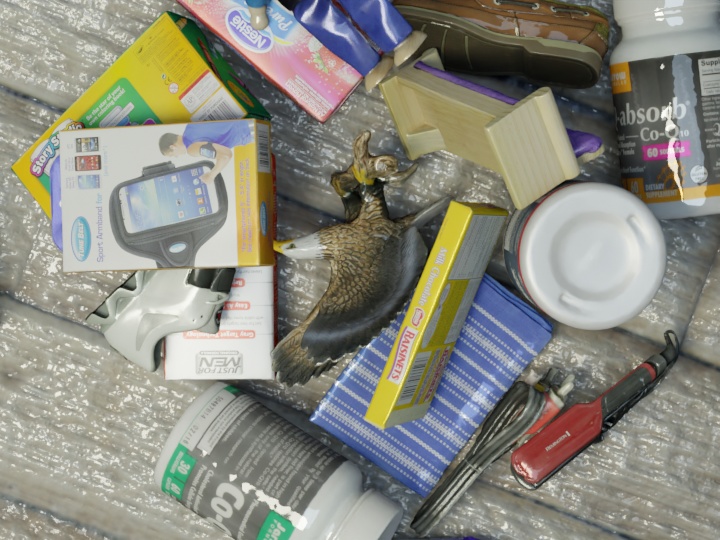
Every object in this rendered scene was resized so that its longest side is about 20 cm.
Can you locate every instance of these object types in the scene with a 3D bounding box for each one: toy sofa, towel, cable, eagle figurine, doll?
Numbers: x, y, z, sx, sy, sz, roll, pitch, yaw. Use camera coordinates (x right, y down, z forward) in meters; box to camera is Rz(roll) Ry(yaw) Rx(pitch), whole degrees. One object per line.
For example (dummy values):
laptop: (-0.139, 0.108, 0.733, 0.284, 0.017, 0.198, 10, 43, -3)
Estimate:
toy sofa: (0.109, -0.131, 1.379, 0.097, 0.200, 0.083, -33, 119, -14)
towel: (0.067, 0.092, 1.464, 0.145, 0.024, 0.200, 37, 92, -24)
cable: (0.121, 0.167, 1.455, 0.050, 0.097, 0.200, 35, 92, -5)
eagle figurine: (-0.007, 0.000, 1.420, 0.150, 0.152, 0.201, -7, 73, 27)
doll: (-0.043, -0.236, 1.332, 0.200, 0.048, 0.136, 46, 131, -10)

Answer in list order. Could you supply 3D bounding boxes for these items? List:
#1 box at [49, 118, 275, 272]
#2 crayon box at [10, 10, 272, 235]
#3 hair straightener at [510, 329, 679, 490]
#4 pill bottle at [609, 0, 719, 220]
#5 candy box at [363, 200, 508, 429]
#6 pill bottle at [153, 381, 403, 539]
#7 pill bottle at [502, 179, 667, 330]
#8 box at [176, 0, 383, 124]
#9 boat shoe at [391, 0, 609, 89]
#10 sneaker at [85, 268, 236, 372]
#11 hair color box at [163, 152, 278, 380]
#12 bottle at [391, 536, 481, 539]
box: (-0.170, -0.059, 1.338, 0.199, 0.041, 0.120, -2, 90, 16)
crayon box: (-0.189, -0.108, 1.396, 0.200, 0.058, 0.119, -42, 76, 13)
hair straightener: (0.213, 0.125, 1.469, 0.200, 0.077, 0.041, -42, 74, -13)
pill bottle: (0.278, -0.148, 1.429, 0.116, 0.116, 0.201, -8, 94, -1)
candy box: (0.065, 0.037, 1.390, 0.026, 0.102, 0.201, 25, 100, 18)
pill bottle: (-0.070, 0.193, 1.423, 0.200, 0.113, 0.113, 31, 93, 12)
pill bottle: (0.184, -0.017, 1.393, 0.119, 0.200, 0.120, 0, 94, -1)
box: (-0.078, -0.226, 1.424, 0.200, 0.100, 0.096, 40, 92, -4)
boat shoe: (0.121, -0.216, 1.452, 0.199, 0.072, 0.068, 15, 67, 3)
sneaker: (-0.135, 0.004, 1.393, 0.089, 0.074, 0.200, 46, 103, 0)
hair color box: (-0.125, -0.004, 1.456, 0.101, 0.061, 0.201, 0, 93, 0)
bottle: (0.021, 0.285, 1.476, 0.199, 0.065, 0.084, -3, 87, -1)
